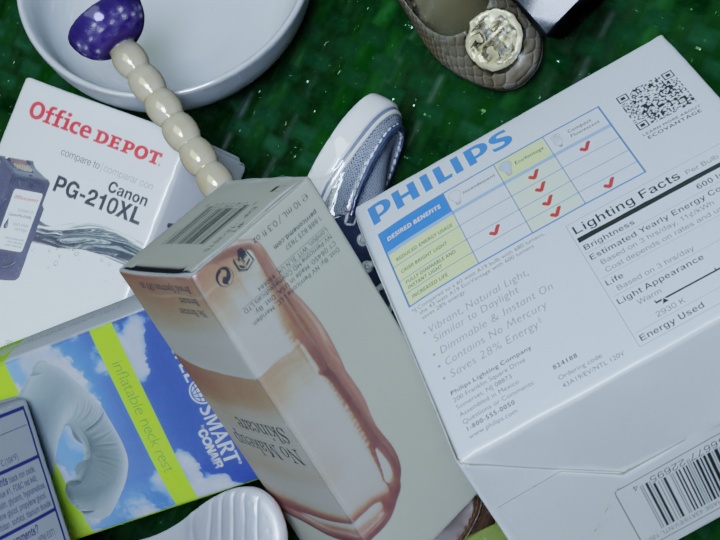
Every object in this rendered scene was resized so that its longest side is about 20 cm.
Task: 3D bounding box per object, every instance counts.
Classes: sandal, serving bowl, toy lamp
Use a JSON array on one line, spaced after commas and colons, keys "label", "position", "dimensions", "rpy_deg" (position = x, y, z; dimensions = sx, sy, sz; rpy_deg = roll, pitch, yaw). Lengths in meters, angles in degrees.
[{"label": "sandal", "position": [-0.092, 0.188, 0.852], "dimensions": [0.206, 0.059, 0.080], "rpy_deg": [-35, 67, 40]}, {"label": "serving bowl", "position": [-0.124, -0.187, 0.943], "dimensions": [0.197, 0.066, 0.203], "rpy_deg": [-3, 66, 7]}, {"label": "toy lamp", "position": [-0.098, -0.072, 0.840], "dimensions": [0.058, 0.058, 0.201], "rpy_deg": [-36, 80, 13]}]

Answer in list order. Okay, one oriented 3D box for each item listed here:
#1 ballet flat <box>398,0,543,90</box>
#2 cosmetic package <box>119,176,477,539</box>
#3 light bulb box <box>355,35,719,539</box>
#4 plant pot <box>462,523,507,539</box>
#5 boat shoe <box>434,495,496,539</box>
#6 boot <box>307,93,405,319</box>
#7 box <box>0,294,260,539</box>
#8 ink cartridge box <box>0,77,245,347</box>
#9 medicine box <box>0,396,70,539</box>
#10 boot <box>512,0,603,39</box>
[{"label": "ballet flat", "position": [0.043, -0.193, 0.895], "dimensions": [0.067, 0.046, 0.201], "rpy_deg": [-39, 66, 12]}, {"label": "cosmetic package", "position": [-0.029, 0.056, 0.759], "dimensions": [0.087, 0.201, 0.103], "rpy_deg": [-41, 20, -24]}, {"label": "light bulb box", "position": [0.125, 0.018, 0.711], "dimensions": [0.197, 0.125, 0.201], "rpy_deg": [-29, 38, 5]}, {"label": "plant pot", "position": [0.108, 0.232, 0.714], "dimensions": [0.200, 0.200, 0.190], "rpy_deg": [-47, 52, 8]}, {"label": "boat shoe", "position": [0.000, 0.184, 0.821], "dimensions": [0.200, 0.067, 0.072], "rpy_deg": [-43, 66, 10]}, {"label": "boot", "position": [0.000, 0.000, 0.866], "dimensions": [0.090, 0.073, 0.202], "rpy_deg": [28, 100, 21]}, {"label": "box", "position": [-0.139, 0.083, 0.829], "dimensions": [0.198, 0.048, 0.123], "rpy_deg": [-20, 106, 16]}, {"label": "ink cartridge box", "position": [-0.183, -0.008, 0.933], "dimensions": [0.143, 0.084, 0.202], "rpy_deg": [20, 88, 25]}, {"label": "medicine box", "position": [-0.254, 0.196, 0.790], "dimensions": [0.180, 0.103, 0.203], "rpy_deg": [-17, 91, 21]}, {"label": "boot", "position": [0.076, -0.230, 0.863], "dimensions": [0.199, 0.165, 0.066], "rpy_deg": [40, 122, 7]}]
